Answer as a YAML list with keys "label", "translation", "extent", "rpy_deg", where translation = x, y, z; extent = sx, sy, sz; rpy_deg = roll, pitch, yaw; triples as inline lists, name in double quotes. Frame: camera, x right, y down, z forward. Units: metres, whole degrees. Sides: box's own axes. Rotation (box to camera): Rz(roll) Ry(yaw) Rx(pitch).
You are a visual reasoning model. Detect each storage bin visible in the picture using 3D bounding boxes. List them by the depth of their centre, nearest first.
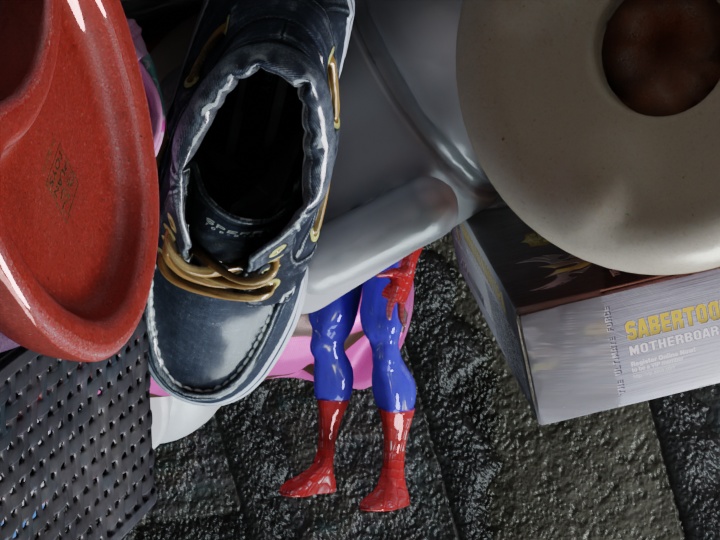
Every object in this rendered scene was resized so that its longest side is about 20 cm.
- label: "storage bin"
  translation: [-0.158, 0.056, 0.948]
  extent: [0.134, 0.094, 0.200]
  rpy_deg: [2, -164, 15]

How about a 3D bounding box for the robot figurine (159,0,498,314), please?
- label: "robot figurine"
  translation: [-0.002, -0.059, 1.129]
  extent: [0.199, 0.170, 0.113]
  rpy_deg: [-32, 131, 18]

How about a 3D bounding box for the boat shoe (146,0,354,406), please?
- label: "boat shoe"
  translation: [-0.049, -0.016, 1.011]
  extent: [0.070, 0.201, 0.091]
  rpy_deg: [12, -145, -2]

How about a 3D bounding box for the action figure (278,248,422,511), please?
- label: "action figure"
  translation: [0.000, 0.000, 1.217]
  extent: [0.065, 0.201, 0.052]
  rpy_deg: [8, -174, 33]

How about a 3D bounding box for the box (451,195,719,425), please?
- label: "box"
  translation: [0.124, -0.011, 1.124]
  extent: [0.157, 0.049, 0.200]
  rpy_deg: [-13, -163, -2]

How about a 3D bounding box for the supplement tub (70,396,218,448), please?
- label: "supplement tub"
  translation: [-0.102, -0.002, 1.480]
  extent: [0.145, 0.145, 0.200]
  rpy_deg: [-15, -156, 47]

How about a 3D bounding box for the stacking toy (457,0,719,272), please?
- label: "stacking toy"
  translation: [0.132, -0.064, 1.006]
  extent: [0.145, 0.147, 0.200]
  rpy_deg: [-15, 168, 21]

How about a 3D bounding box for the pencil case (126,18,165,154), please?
- label: "pencil case"
  translation: [-0.116, -0.055, 1.032]
  extent: [0.087, 0.088, 0.200]
  rpy_deg: [-16, -179, -6]

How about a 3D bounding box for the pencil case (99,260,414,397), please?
- label: "pencil case"
  translation: [-0.075, 0.028, 1.347]
  extent: [0.199, 0.094, 0.091]
  rpy_deg: [-6, -149, -24]

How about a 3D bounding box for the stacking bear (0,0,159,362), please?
- label: "stacking bear"
  translation: [-0.171, -0.022, 0.849]
  extent: [0.199, 0.114, 0.122]
  rpy_deg: [-4, -133, 18]

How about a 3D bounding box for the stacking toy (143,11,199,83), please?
- label: "stacking toy"
  translation: [-0.106, -0.055, 1.290]
  extent: [0.146, 0.147, 0.199]
  rpy_deg: [-16, -161, -41]

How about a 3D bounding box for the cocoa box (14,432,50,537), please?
- label: "cocoa box"
  translation: [-0.239, 0.039, 1.158]
  extent: [0.199, 0.132, 0.133]
  rpy_deg: [10, -168, 25]
